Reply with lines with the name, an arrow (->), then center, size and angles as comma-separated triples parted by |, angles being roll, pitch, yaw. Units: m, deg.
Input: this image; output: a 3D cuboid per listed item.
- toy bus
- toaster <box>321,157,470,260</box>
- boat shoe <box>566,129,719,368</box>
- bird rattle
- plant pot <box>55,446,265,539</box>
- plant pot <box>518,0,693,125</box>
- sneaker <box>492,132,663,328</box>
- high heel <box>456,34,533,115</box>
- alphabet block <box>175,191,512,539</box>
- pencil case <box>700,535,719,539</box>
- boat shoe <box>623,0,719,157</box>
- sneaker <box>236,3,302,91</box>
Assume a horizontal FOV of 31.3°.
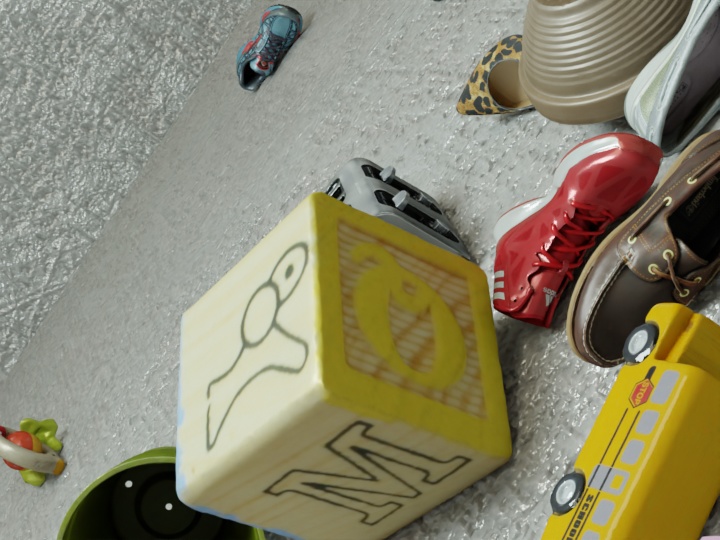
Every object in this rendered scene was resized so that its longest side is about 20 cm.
toy bus -> 0.179, 0.121, 0.793 | 0.201, 0.065, 0.078 | -61, 21, -12
toaster -> 0.000, 0.000, 1.304 | 0.201, 0.118, 0.181 | -52, 20, 13
boat shoe -> 0.219, -0.017, 0.900 | 0.201, 0.070, 0.070 | -56, 16, 0
bird rattle -> -0.564, 0.276, 2.089 | 0.162, 0.200, 0.113 | 21, 76, 45
plant pot -> -0.197, 0.263, 1.289 | 0.201, 0.200, 0.193 | -56, 9, 1
plant pot -> 0.214, -0.231, 1.123 | 0.200, 0.093, 0.202 | -27, 38, 23
sneaker -> 0.172, -0.018, 1.033 | 0.200, 0.078, 0.116 | 131, 153, -55
high heel -> 0.156, -0.172, 1.265 | 0.199, 0.071, 0.143 | -26, 29, 39
alphabet block -> -0.019, 0.091, 1.051 | 0.200, 0.195, 0.197 | -39, 42, 38
pencil case -> 0.166, 0.237, 0.625 | 0.087, 0.087, 0.201 | -15, 46, 61
boat shoe -> 0.285, -0.180, 1.001 | 0.202, 0.074, 0.065 | -53, 26, 22
sneaker -> -0.168, -0.404, 2.373 | 0.200, 0.079, 0.096 | -47, 30, 47
